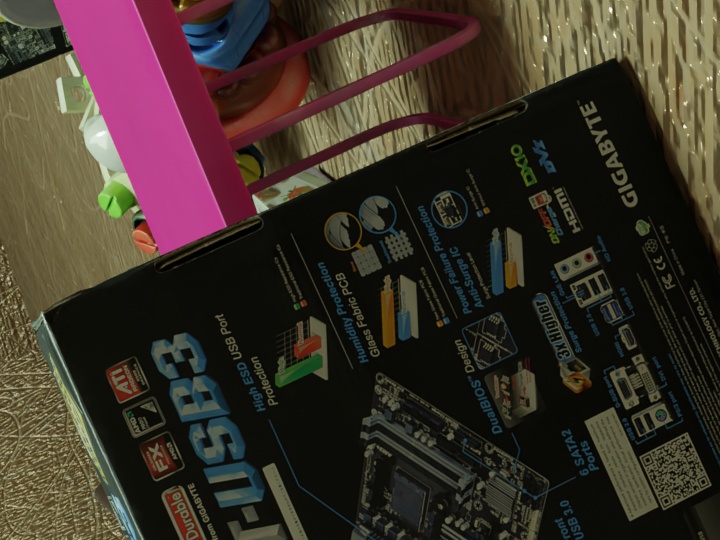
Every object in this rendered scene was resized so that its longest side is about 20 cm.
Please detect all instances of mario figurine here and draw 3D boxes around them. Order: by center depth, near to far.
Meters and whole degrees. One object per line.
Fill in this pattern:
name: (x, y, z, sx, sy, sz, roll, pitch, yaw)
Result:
mario figurine: (-0.085, -0.121, 0.884, 0.106, 0.123, 0.200, 63, 171, 13)

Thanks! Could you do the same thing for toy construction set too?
toy construction set: (-0.117, -0.084, 1.073, 0.131, 0.092, 0.200, 49, 162, -12)

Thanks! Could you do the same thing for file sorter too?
file sorter: (-0.025, -0.072, 0.726, 0.201, 0.125, 0.139, 69, 165, -16)

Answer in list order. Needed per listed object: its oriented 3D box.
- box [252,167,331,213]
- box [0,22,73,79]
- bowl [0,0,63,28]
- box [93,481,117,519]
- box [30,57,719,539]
box: (0.000, 0.000, 0.944, 0.200, 0.039, 0.042, 41, 154, 62)
box: (-0.216, -0.210, 1.085, 0.086, 0.163, 0.201, 57, 165, 35)
bowl: (-0.157, -0.179, 0.898, 0.108, 0.199, 0.200, 57, 165, 25)
box: (-0.034, 0.148, 0.952, 0.200, 0.075, 0.100, 32, 175, 43)
box: (0.030, 0.064, 0.587, 0.201, 0.198, 0.050, 65, 166, 2)
